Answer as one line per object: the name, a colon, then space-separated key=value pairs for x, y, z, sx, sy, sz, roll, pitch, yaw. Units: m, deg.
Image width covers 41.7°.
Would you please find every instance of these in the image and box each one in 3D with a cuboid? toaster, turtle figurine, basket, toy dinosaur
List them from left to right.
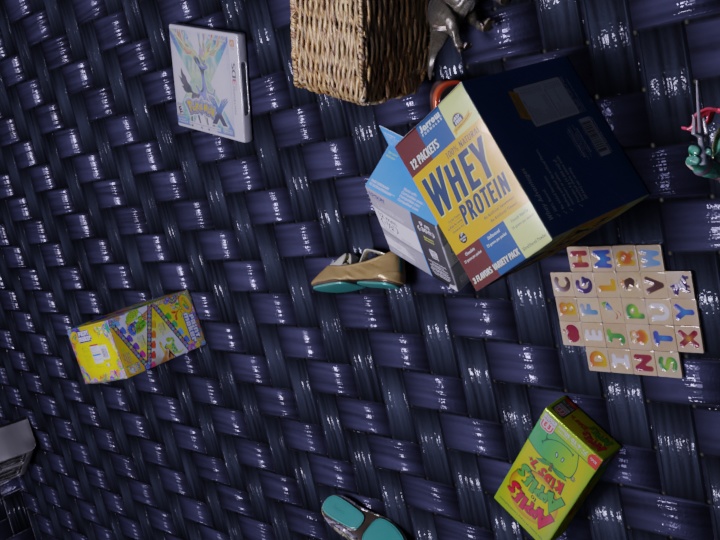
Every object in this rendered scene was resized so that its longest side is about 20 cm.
toaster: x=-1.069 y=0.540 z=2.793 sx=0.119 sy=0.199 sz=0.181 roll=56 pitch=138 yaw=20
basket: x=0.003 y=-0.336 z=1.251 sx=0.149 sy=0.142 sz=0.201 roll=24 pitch=126 yaw=42
toy dinosaur: x=0.123 y=-0.338 z=1.185 sx=0.102 sy=0.077 sz=0.201 roll=52 pitch=144 yaw=36
turtle figurine: x=0.401 y=-0.106 z=0.949 sx=0.149 sy=0.101 sz=0.201 roll=-16 pitch=98 yaw=9

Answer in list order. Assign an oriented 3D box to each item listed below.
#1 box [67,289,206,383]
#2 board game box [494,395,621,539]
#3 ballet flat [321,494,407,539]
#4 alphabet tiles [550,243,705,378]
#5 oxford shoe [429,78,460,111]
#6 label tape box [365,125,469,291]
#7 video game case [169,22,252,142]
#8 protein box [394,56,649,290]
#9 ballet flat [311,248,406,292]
box: x=-0.459 y=0.137 z=1.937 sx=0.199 sy=0.192 sz=0.123 roll=-13 pitch=97 yaw=49
board game box: x=0.267 y=0.280 z=1.302 sx=0.102 sy=0.047 sz=0.201 roll=43 pitch=134 yaw=27
ballet flat: x=0.016 y=0.461 z=1.660 sx=0.200 sy=0.072 sz=0.073 roll=24 pitch=124 yaw=40
alphabet tiles: x=0.325 y=0.049 z=1.167 sx=0.199 sy=0.006 sz=0.168 roll=0 pitch=107 yaw=48
oxford shoe: x=0.138 y=-0.159 z=1.254 sx=0.073 sy=0.071 sz=0.201 roll=-122 pitch=17 yaw=-69
label tape box: x=0.079 y=-0.081 z=1.267 sx=0.143 sy=0.066 sz=0.201 roll=34 pitch=160 yaw=40
video game case: x=-0.262 y=-0.328 z=1.642 sx=0.199 sy=0.022 sz=0.184 roll=20 pitch=121 yaw=42
protein box: x=0.188 y=-0.117 z=1.096 sx=0.135 sy=0.199 sz=0.199 roll=-39 pitch=77 yaw=49
ballet flat: x=0.000 y=0.000 z=1.479 sx=0.199 sy=0.068 sz=0.064 roll=-4 pitch=76 yaw=46
